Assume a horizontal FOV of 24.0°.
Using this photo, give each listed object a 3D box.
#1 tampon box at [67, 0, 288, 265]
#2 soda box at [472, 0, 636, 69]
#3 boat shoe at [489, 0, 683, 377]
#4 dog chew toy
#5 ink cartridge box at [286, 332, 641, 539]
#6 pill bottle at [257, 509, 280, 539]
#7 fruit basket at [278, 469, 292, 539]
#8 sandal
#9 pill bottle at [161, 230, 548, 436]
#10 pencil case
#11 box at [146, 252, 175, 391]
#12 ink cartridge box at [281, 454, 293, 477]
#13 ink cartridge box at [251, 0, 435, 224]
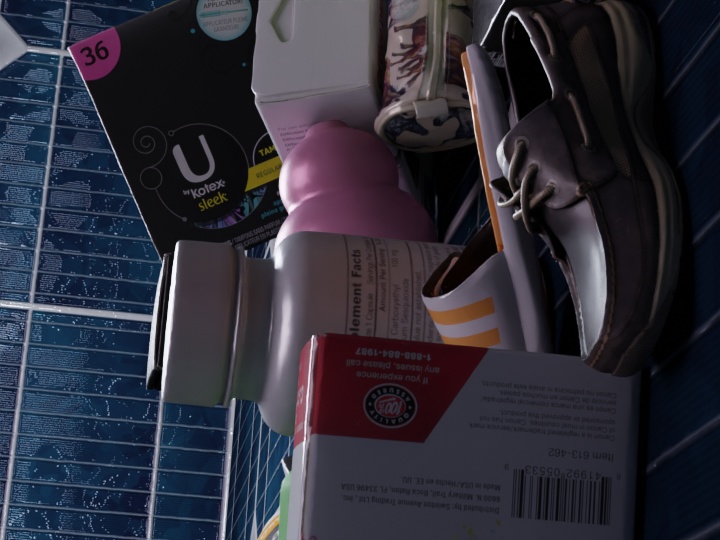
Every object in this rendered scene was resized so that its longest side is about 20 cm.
[{"bbox_3d":[-0.119,-0.118,1.360,0.126,0.150,0.200,-99,-14,-82],"label":"tampon box"},{"bbox_3d":[0.105,-0.165,0.800,0.200,0.063,0.071,119,156,-68],"label":"soda box"},{"bbox_3d":[0.093,-0.040,0.751,0.075,0.073,0.200,106,168,-50],"label":"boat shoe"},{"bbox_3d":[0.000,0.000,1.088,0.125,0.124,0.200,122,136,-72],"label":"dog chew toy"},{"bbox_3d":[0.039,0.137,0.744,0.083,0.146,0.200,128,147,-77],"label":"ink cartridge box"},{"bbox_3d":[-0.021,0.225,1.202,0.200,0.116,0.116,-157,73,-81],"label":"pill bottle"},{"bbox_3d":[0.018,0.213,0.903,0.216,0.155,0.216,-42,41,51],"label":"fruit basket"},{"bbox_3d":[0.057,-0.007,0.840,0.079,0.059,0.207,-67,-35,-76],"label":"sandal"},{"bbox_3d":[-0.006,0.037,0.934,0.114,0.200,0.114,-174,90,-82],"label":"pill bottle"},{"bbox_3d":[0.052,-0.173,1.114,0.089,0.078,0.200,60,-149,-64],"label":"pencil case"},{"bbox_3d":[-0.056,0.050,1.268,0.164,0.200,0.086,138,138,-77],"label":"box"},{"bbox_3d":[0.003,0.144,1.155,0.200,0.095,0.037,-148,40,-80],"label":"ink cartridge box"},{"bbox_3d":[-0.007,-0.114,1.215,0.200,0.084,0.145,67,-161,-51],"label":"ink cartridge box"}]
